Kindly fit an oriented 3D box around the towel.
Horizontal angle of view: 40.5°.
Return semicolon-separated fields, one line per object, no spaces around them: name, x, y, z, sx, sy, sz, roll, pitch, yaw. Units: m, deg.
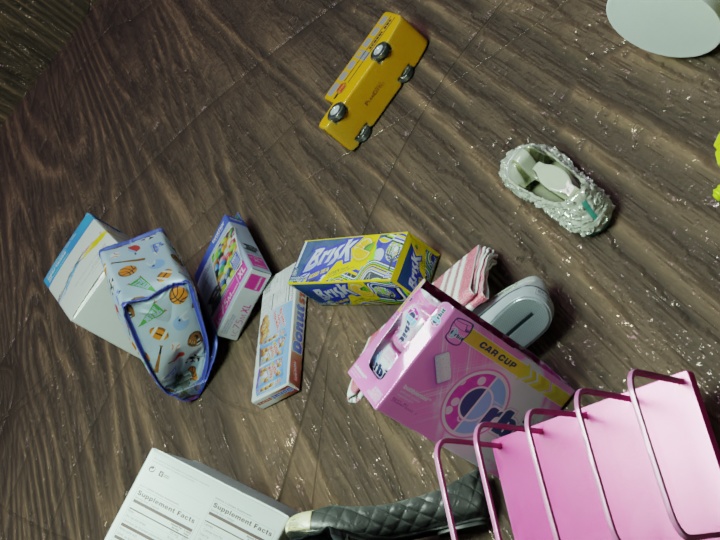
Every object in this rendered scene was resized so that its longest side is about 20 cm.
towel;0.069;0.060;1.076;0.200;0.030;0.146;-42;7;23

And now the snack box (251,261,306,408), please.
snack box;-0.108;0.084;1.316;0.072;0.024;0.201;-29;43;33

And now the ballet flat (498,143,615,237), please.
ballet flat;0.205;-0.105;1.070;0.072;0.072;0.200;-51;35;5

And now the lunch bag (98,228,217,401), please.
lunch bag;-0.283;0.068;1.411;0.123;0.201;0.170;-19;35;-13

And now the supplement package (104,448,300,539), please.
supplement package;-0.153;0.275;1.024;0.200;0.155;0.111;78;-143;-76

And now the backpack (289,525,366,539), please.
backpack;0.002;0.316;0.879;0.190;0.200;0.155;-14;65;47

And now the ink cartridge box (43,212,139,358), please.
ink cartridge box;-0.403;0.023;1.606;0.145;0.147;0.200;-56;35;-1

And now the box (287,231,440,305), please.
box;0.000;0.000;1.225;0.200;0.064;0.070;-3;59;49

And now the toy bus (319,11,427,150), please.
toy bus;0.013;-0.278;1.434;0.200;0.065;0.078;-54;35;1

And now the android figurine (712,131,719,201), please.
android figurine;0.405;-0.127;0.874;0.200;0.041;0.182;-48;36;10

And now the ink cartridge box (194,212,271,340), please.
ink cartridge box;-0.197;0.000;1.456;0.120;0.042;0.200;-60;30;19

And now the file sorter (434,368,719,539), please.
file sorter;0.177;0.174;0.793;0.200;0.125;0.139;-28;63;33

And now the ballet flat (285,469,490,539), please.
ballet flat;0.027;0.232;0.936;0.199;0.067;0.057;-6;63;-5

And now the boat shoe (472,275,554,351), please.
boat shoe;0.125;0.081;1.024;0.200;0.074;0.067;-37;11;25

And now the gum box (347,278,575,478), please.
gum box;0.094;0.103;0.912;0.114;0.200;0.066;-52;35;6

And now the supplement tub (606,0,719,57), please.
supplement tub;0.350;-0.342;1.023;0.145;0.145;0.201;6;67;51
